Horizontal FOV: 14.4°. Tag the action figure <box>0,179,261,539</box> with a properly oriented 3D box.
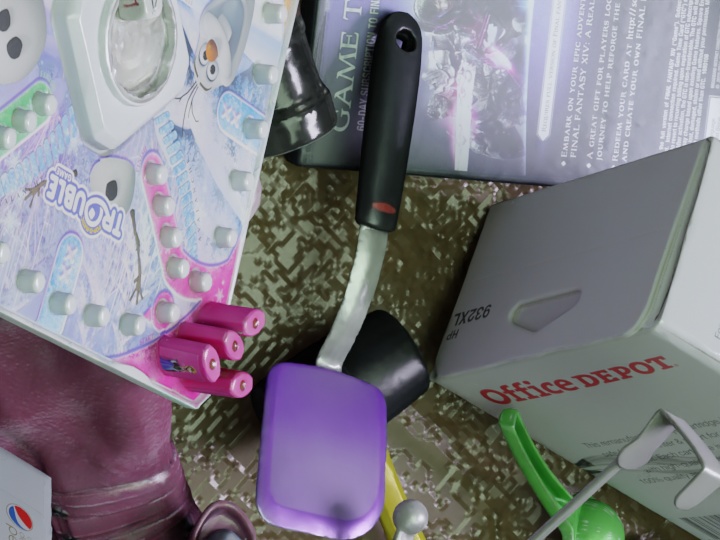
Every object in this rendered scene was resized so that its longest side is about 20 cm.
[{"bbox_3d":[-0.097,0.073,1.055,0.149,0.133,0.201,-58,141,-52],"label":"action figure"}]

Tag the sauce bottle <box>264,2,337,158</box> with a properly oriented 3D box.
[{"bbox_3d":[-0.058,-0.139,1.035,0.066,0.066,0.201,-23,110,-18],"label":"sauce bottle"}]

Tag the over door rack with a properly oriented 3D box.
[{"bbox_3d":[0.087,0.119,1.064,0.200,0.067,0.147,-35,140,28],"label":"over door rack"}]

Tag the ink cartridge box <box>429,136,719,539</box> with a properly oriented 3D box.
[{"bbox_3d":[0.152,0.042,1.104,0.199,0.145,0.084,31,66,-25],"label":"ink cartridge box"}]

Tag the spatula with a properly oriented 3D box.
[{"bbox_3d":[0.000,0.000,1.069,0.056,0.021,0.202,16,81,-30],"label":"spatula"}]

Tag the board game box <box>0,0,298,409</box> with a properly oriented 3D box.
[{"bbox_3d":[-0.071,-0.074,0.919,0.200,0.026,0.201,33,66,-58],"label":"board game box"}]

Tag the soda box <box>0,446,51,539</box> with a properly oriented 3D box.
[{"bbox_3d":[-0.190,0.137,0.978,0.068,0.064,0.200,33,115,-25],"label":"soda box"}]

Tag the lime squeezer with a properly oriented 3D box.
[{"bbox_3d":[0.112,0.115,1.149,0.199,0.070,0.038,32,72,-24],"label":"lime squeezer"}]

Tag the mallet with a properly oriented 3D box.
[{"bbox_3d":[0.012,0.116,1.127,0.066,0.041,0.201,-23,111,-20],"label":"mallet"}]

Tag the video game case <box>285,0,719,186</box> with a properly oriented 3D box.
[{"bbox_3d":[0.072,-0.105,1.121,0.199,0.019,0.144,4,97,-23],"label":"video game case"}]

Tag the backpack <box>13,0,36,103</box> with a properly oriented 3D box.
[{"bbox_3d":[-0.179,-0.083,0.935,0.183,0.147,0.200,41,75,-13],"label":"backpack"}]
